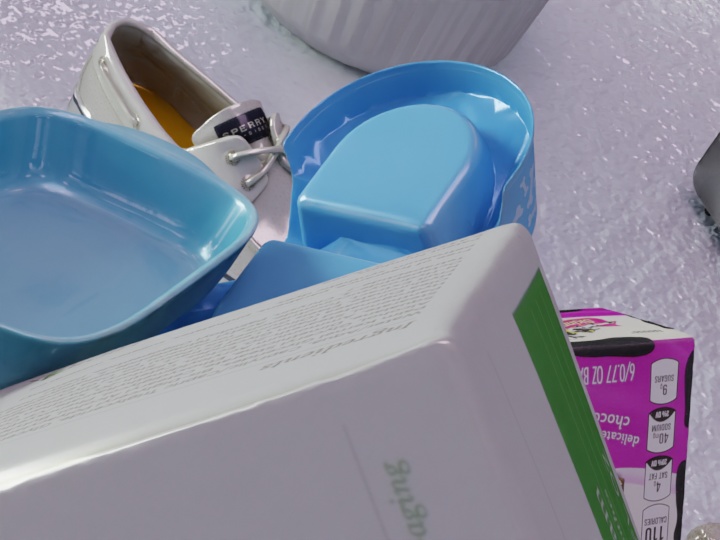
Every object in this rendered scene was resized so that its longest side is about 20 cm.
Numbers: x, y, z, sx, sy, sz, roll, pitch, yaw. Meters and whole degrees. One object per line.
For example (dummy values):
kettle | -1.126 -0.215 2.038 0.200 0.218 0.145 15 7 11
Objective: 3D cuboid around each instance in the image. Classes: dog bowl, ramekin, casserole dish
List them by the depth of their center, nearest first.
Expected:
casserole dish | -0.117 -0.007 0.732 0.121 0.039 0.200 25 24 12
dog bowl | 0.000 0.000 0.801 0.111 0.050 0.200 13 53 34
ramekin | 0.023 -0.191 1.131 0.202 0.094 0.203 14 40 -12

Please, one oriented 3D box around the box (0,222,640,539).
box | -0.018 0.117 0.568 0.171 0.199 0.200 -42 112 -74

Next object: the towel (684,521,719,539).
towel | 0.224 0.187 0.842 0.132 0.035 0.200 8 41 -32

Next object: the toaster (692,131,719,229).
toaster | 0.309 -0.025 1.068 0.199 0.119 0.181 -1 46 -28

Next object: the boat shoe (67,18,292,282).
boat shoe | -0.061 -0.046 0.944 0.071 0.070 0.200 -21 56 -41

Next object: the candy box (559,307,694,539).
candy box | 0.044 0.119 0.713 0.136 0.201 0.061 -4 12 -29
